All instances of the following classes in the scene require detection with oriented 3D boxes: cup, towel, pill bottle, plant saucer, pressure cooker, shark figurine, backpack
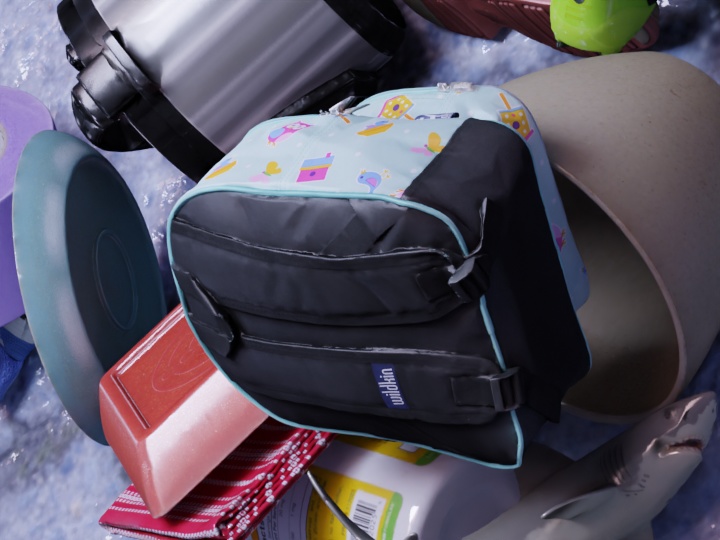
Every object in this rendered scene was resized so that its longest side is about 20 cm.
[{"bbox_3d":[0.136,-0.039,1.616,0.200,0.201,0.143,14,49,44],"label":"cup"},{"bbox_3d":[-0.051,0.077,1.666,0.200,0.023,0.144,-48,24,-22],"label":"towel"},{"bbox_3d":[-0.002,0.132,1.682,0.200,0.111,0.111,14,78,46],"label":"pill bottle"},{"bbox_3d":[-0.161,0.008,1.833,0.027,0.200,0.201,-13,59,16],"label":"plant saucer"},{"bbox_3d":[-0.093,-0.146,1.858,0.200,0.176,0.179,-41,38,9],"label":"pressure cooker"},{"bbox_3d":[0.080,0.123,1.570,0.214,0.128,0.090,-18,51,-15],"label":"shark figurine"},{"bbox_3d":[-0.071,0.038,1.696,0.200,0.037,0.200,-43,16,-2],"label":"plant saucer"},{"bbox_3d":[0.009,-0.003,1.514,0.199,0.176,0.153,-1,37,30],"label":"backpack"}]

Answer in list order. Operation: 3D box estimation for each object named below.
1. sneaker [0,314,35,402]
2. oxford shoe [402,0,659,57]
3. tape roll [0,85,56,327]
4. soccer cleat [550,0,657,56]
[{"bbox_3d":[-0.308,0.056,2.013,0.199,0.078,0.089,7,70,43],"label":"sneaker"},{"bbox_3d":[0.107,-0.179,1.781,0.200,0.070,0.075,16,74,43],"label":"oxford shoe"},{"bbox_3d":[-0.287,-0.036,1.969,0.199,0.085,0.200,-12,32,8],"label":"tape roll"},{"bbox_3d":[0.162,-0.198,1.688,0.067,0.081,0.200,17,42,15],"label":"soccer cleat"}]
